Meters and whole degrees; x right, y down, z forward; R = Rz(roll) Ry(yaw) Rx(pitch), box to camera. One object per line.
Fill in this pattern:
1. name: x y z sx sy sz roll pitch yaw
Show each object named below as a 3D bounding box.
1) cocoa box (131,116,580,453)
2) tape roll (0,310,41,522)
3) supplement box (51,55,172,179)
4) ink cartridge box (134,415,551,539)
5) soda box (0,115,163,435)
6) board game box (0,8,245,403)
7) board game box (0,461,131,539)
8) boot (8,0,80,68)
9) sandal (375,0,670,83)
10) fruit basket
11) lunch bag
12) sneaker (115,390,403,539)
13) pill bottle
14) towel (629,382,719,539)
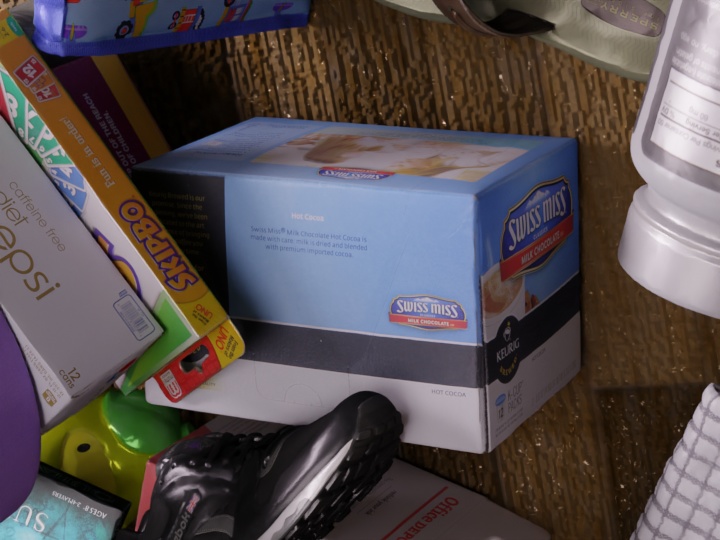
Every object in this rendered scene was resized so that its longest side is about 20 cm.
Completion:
1. cocoa box: 0.000 0.000 1.008 0.199 0.133 0.132 6 108 27
2. tape roll: -0.248 0.053 0.943 0.199 0.066 0.201 21 129 28
3. supplement box: -0.211 -0.023 1.061 0.131 0.200 0.104 -32 88 47
4. ink cartridge box: -0.010 0.149 1.065 0.199 0.116 0.068 21 114 22
5. soda box: -0.185 -0.022 0.939 0.200 0.064 0.068 53 144 2
6. board game box: -0.138 -0.023 0.961 0.200 0.030 0.095 52 145 -2
7. board game box: -0.245 0.152 1.097 0.199 0.028 0.136 23 96 3
8. boot: -0.240 -0.104 1.109 0.199 0.130 0.068 -27 90 31
9. sandal: 0.077 -0.148 0.971 0.200 0.057 0.080 20 112 22
10. fruit basket: -0.201 0.130 1.156 0.215 0.155 0.217 22 123 38
11. lunch bag: -0.097 -0.191 0.969 0.094 0.200 0.152 18 111 22
12. sneaker: -0.062 0.110 0.969 0.088 0.076 0.200 50 125 13
13. pill bottle: 0.189 -0.084 0.898 0.113 0.114 0.201 22 113 21
14. towel: 0.233 0.155 0.961 0.199 0.086 0.167 27 116 17
